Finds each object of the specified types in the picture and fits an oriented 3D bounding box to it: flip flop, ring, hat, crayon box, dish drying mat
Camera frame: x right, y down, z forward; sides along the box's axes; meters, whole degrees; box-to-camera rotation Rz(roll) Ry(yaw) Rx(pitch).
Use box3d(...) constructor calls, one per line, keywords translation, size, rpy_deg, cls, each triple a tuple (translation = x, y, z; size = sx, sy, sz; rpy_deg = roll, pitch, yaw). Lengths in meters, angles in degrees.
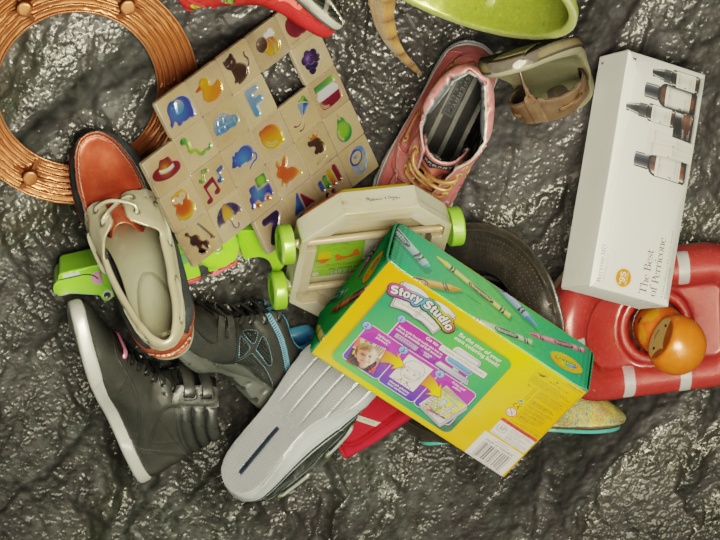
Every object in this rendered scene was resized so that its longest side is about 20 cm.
box3d(translation=(0.149, -0.144, 1.681), size=(0.080, 0.200, 0.058), rpy_deg=(-12, 79, 13), cls="flip flop")
box3d(translation=(-0.229, -0.145, 1.693), size=(0.199, 0.019, 0.202), rpy_deg=(-4, 114, -9), cls="ring")
box3d(translation=(0.101, 0.052, 1.806), size=(0.081, 0.200, 0.202), rpy_deg=(-4, 126, -58), cls="hat")
box3d(translation=(0.074, 0.066, 1.686), size=(0.199, 0.058, 0.119), rpy_deg=(33, 124, -11), cls="crayon box")
box3d(translation=(0.036, 0.085, 1.783), size=(0.200, 0.018, 0.077), rpy_deg=(-37, 80, 33), cls="dish drying mat")

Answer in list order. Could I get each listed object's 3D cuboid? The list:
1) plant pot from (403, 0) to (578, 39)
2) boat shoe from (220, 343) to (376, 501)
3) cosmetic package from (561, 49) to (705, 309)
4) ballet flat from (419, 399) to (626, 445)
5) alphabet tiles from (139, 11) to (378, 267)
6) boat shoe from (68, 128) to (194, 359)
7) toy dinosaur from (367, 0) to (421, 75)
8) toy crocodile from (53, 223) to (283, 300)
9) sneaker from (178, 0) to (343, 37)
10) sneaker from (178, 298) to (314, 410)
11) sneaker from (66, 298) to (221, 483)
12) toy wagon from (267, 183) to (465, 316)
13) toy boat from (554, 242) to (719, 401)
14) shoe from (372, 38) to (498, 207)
box3d(translation=(0.101, -0.303, 1.585), size=(0.199, 0.200, 0.185), rpy_deg=(25, 80, -20), cls="plant pot")
box3d(translation=(-0.037, 0.119, 1.786), size=(0.200, 0.072, 0.071), rpy_deg=(-43, 156, 10), cls="boat shoe")
box3d(translation=(0.229, -0.075, 1.743), size=(0.082, 0.051, 0.202), rpy_deg=(13, 82, -23), cls="cosmetic package")
box3d(translation=(0.143, 0.116, 1.864), size=(0.198, 0.071, 0.071), rpy_deg=(-3, 115, -10), cls="ballet flat")
box3d(translation=(-0.085, -0.100, 1.692), size=(0.200, 0.008, 0.168), rpy_deg=(-39, 120, -26), cls="alphabet tiles")
box3d(translation=(-0.183, -0.025, 1.662), size=(0.071, 0.063, 0.201), rpy_deg=(-21, 79, 0), cls="boat shoe")
box3d(translation=(0.015, -0.244, 1.673), size=(0.105, 0.060, 0.202), rpy_deg=(1, 114, -13), cls="toy dinosaur")
box3d(translation=(-0.159, -0.011, 1.741), size=(0.198, 0.068, 0.062), rpy_deg=(-15, 117, -4), cls="toy crocodile")
box3d(translation=(-0.106, -0.236, 1.655), size=(0.199, 0.077, 0.085), rpy_deg=(29, 117, -15), cls="sneaker")
box3d(translation=(-0.111, 0.050, 1.764), size=(0.082, 0.073, 0.200), rpy_deg=(-51, 139, 6), cls="sneaker")
box3d(translation=(-0.180, 0.087, 1.779), size=(0.099, 0.071, 0.201), rpy_deg=(-23, 128, -2), cls="sneaker")
box3d(translation=(0.000, 0.000, 1.738), size=(0.154, 0.040, 0.201), rpy_deg=(-6, 148, -13), cls="toy wagon")
box3d(translation=(0.259, 0.053, 1.810), size=(0.198, 0.131, 0.132), rpy_deg=(-7, 105, -8), cls="toy boat")
box3d(translation=(0.057, -0.090, 1.725), size=(0.071, 0.091, 0.201), rpy_deg=(23, 110, -3), cls="shoe")
